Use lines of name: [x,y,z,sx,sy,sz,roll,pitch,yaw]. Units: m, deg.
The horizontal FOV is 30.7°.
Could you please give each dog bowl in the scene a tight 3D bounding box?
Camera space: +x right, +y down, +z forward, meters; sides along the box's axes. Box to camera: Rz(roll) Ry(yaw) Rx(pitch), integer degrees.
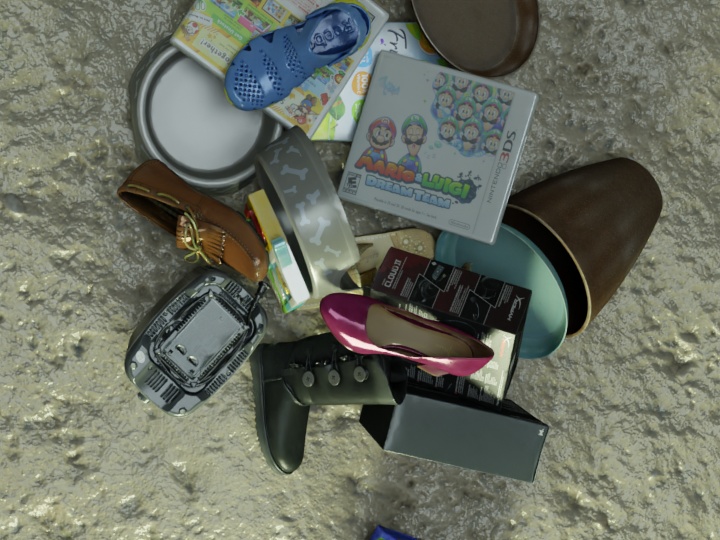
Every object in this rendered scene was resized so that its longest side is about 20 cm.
dog bowl: [-0.062,-0.061,1.490,0.058,0.200,0.202,-24,100,-9]
dog bowl: [-0.180,-0.188,1.552,0.197,0.059,0.203,-1,95,-14]

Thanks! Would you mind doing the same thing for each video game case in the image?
video game case: [0.089,-0.146,1.538,0.197,0.024,0.185,17,90,13]
video game case: [-0.092,-0.282,1.526,0.199,0.023,0.183,35,83,-15]

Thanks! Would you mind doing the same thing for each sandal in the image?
sandal: [-0.068,-0.249,1.479,0.199,0.087,0.080,-36,103,-10]
sandal: [-0.002,-0.006,1.605,0.209,0.070,0.079,-17,99,-11]

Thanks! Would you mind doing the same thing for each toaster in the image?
toaster: [-0.191,0.071,1.536,0.114,0.129,0.200,43,86,-14]

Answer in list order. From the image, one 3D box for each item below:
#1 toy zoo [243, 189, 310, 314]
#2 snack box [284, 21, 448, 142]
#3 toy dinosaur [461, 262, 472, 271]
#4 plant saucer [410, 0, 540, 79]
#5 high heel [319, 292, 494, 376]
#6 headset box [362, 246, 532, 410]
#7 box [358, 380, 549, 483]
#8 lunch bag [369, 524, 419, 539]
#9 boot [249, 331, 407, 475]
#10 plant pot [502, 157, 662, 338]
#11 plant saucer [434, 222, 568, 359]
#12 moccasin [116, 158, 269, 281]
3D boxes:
toy zoo: [-0.098,-0.019,1.502,0.020,0.200,0.133,-23,87,-10]
snack box: [0.006,-0.229,1.594,0.197,0.053,0.145,-2,96,-14]
toy dinosaur: [0.127,0.043,1.620,0.059,0.100,0.202,-61,146,-39]
plant saucer: [0.134,-0.326,1.595,0.198,0.032,0.203,9,73,-30]
high heel: [0.053,0.064,1.450,0.198,0.096,0.068,22,64,-31]
headset box: [0.092,0.067,1.560,0.197,0.150,0.078,18,49,13]
box: [0.112,0.190,1.615,0.197,0.141,0.080,14,92,-14]
lunch bag: [0.072,0.437,1.644,0.198,0.127,0.172,27,91,-1]
boot: [-0.031,0.154,1.554,0.198,0.065,0.167,-10,94,28]
plant pot: [0.278,-0.050,1.626,0.199,0.186,0.189,-35,103,-26]
plant saucer: [0.176,0.017,1.597,0.027,0.199,0.202,-39,104,-33]
moccasin: [-0.188,-0.050,1.477,0.201,0.074,0.078,38,54,11]
